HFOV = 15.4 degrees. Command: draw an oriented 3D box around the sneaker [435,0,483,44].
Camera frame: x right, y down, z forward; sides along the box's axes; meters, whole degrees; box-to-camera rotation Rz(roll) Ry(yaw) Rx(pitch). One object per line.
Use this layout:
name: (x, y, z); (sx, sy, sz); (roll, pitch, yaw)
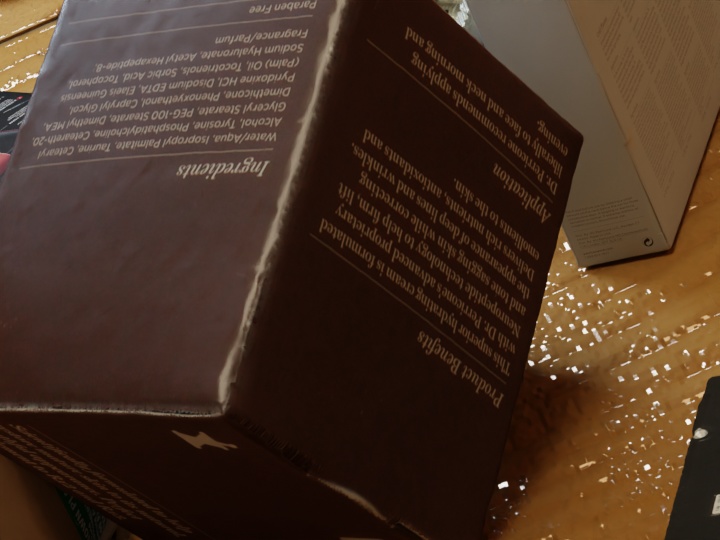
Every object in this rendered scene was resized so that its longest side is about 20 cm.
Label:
sneaker: (0.078, -0.120, 1.400); (0.099, 0.070, 0.200); (14, 7, -10)

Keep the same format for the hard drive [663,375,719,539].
hard drive: (0.175, 0.095, 0.931); (0.139, 0.038, 0.200); (-12, 27, 23)

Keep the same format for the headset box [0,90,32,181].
headset box: (-0.190, -0.027, 1.435); (0.200, 0.075, 0.149); (6, 38, 47)

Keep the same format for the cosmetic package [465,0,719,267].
cosmetic package: (0.118, -0.119, 1.262); (0.052, 0.151, 0.200); (-11, 27, 25)

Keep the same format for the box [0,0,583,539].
box: (-0.038, -0.002, 1.068); (0.164, 0.166, 0.200); (-1, 63, 39)

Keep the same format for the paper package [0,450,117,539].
paper package: (-0.222, 0.069, 1.128); (0.190, 0.200, 0.104); (-17, 25, 17)
